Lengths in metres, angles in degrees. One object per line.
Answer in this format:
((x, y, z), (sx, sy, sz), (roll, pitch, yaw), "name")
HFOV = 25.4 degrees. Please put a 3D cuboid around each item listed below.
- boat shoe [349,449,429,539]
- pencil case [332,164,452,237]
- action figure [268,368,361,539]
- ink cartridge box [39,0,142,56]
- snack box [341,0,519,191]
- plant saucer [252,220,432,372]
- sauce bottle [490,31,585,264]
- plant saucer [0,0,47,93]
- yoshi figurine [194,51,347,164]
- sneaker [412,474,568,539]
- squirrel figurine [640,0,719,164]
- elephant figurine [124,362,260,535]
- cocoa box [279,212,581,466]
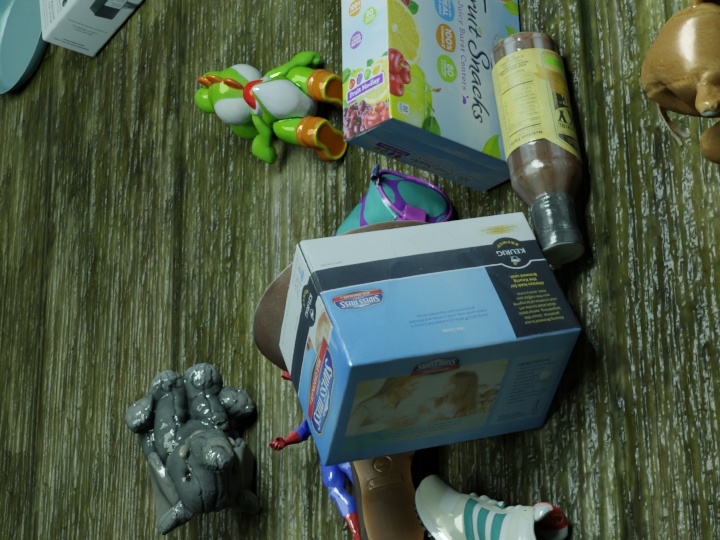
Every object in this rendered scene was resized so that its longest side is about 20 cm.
((0.025, 0.185, 1.404), (0.071, 0.070, 0.201), (80, -173, -50), "boat shoe")
((0.000, 0.000, 1.486), (0.201, 0.085, 0.093), (-56, 7, 27), "pencil case")
((-0.043, 0.165, 1.483), (0.065, 0.098, 0.201), (-48, 42, 31), "action figure")
((-0.337, -0.400, 2.079), (0.200, 0.083, 0.148), (-39, 50, 39), "ink cartridge box")
((0.065, -0.189, 1.395), (0.067, 0.168, 0.202), (-22, 60, 45), "snack box")
((0.006, 0.037, 1.371), (0.200, 0.199, 0.035), (-49, 49, 32), "plant saucer")
((0.152, -0.102, 1.337), (0.065, 0.064, 0.202), (-32, 56, 43), "sauce bottle")
((-0.493, -0.351, 2.320), (0.199, 0.027, 0.202), (-21, 63, 48), "plant saucer")
((-0.084, -0.170, 1.676), (0.199, 0.112, 0.113), (15, 131, 40), "yoshi figurine")
((0.120, 0.215, 1.282), (0.094, 0.070, 0.200), (-48, 39, 6), "sneaker")
((0.291, -0.136, 1.056), (0.199, 0.186, 0.143), (-10, 70, 51), "squirrel figurine")
((-0.161, 0.199, 1.586), (0.141, 0.155, 0.200), (-39, 36, 9), "elephant figurine")
((0.052, 0.054, 1.274), (0.134, 0.198, 0.132), (104, 151, -46), "cocoa box")
